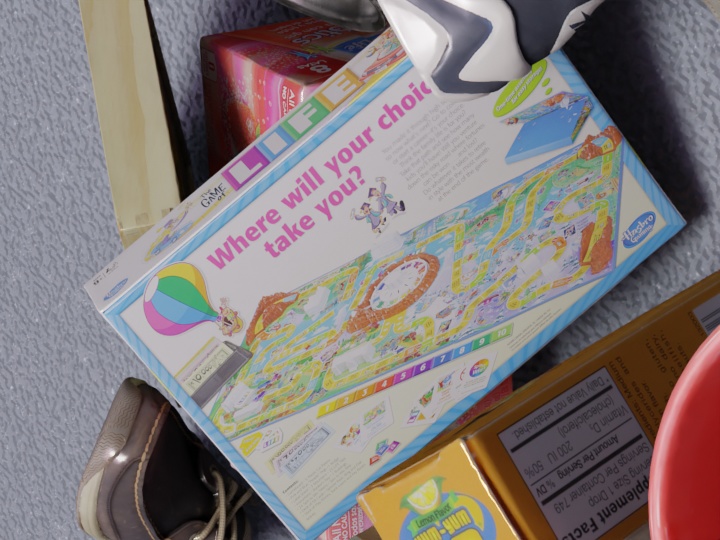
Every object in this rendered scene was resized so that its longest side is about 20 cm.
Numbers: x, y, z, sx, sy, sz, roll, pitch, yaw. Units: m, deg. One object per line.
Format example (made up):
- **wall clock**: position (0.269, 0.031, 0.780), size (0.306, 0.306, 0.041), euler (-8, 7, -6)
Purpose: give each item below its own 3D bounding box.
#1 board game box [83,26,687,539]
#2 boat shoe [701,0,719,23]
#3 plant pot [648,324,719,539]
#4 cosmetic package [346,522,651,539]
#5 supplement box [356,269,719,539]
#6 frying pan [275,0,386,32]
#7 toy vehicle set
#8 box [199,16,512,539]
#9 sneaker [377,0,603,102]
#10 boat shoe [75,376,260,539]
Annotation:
- **board game box**: position (0.012, -0.006, 0.944), size (0.135, 0.200, 0.034), euler (51, 178, -25)
- **boat shoe**: position (0.150, -0.113, 0.880), size (0.201, 0.072, 0.061), euler (28, 121, 39)
- **plant pot**: position (0.224, 0.070, 0.811), size (0.200, 0.177, 0.202), euler (18, 118, 37)
- **cosmetic package**: position (0.061, 0.134, 0.967), size (0.071, 0.199, 0.106), euler (30, 124, 30)
- **supplement box**: position (0.091, 0.063, 0.912), size (0.066, 0.199, 0.069), euler (-34, 83, 44)
- **frying pan**: position (-0.057, -0.132, 0.957), size (0.190, 0.115, 0.031), euler (18, 79, 58)
- **toy vehicle set**: position (-0.087, -0.034, 1.046), size (0.200, 0.026, 0.125), euler (83, 175, -66)
- **box**: position (0.000, 0.000, 1.022), size (0.103, 0.094, 0.201), euler (32, 129, 57)
- **sneaker**: position (0.040, -0.173, 0.855), size (0.129, 0.079, 0.200), euler (-27, 89, 9)
- **boat shoe**: position (-0.083, 0.110, 1.146), size (0.073, 0.075, 0.200), euler (16, 158, 10)
